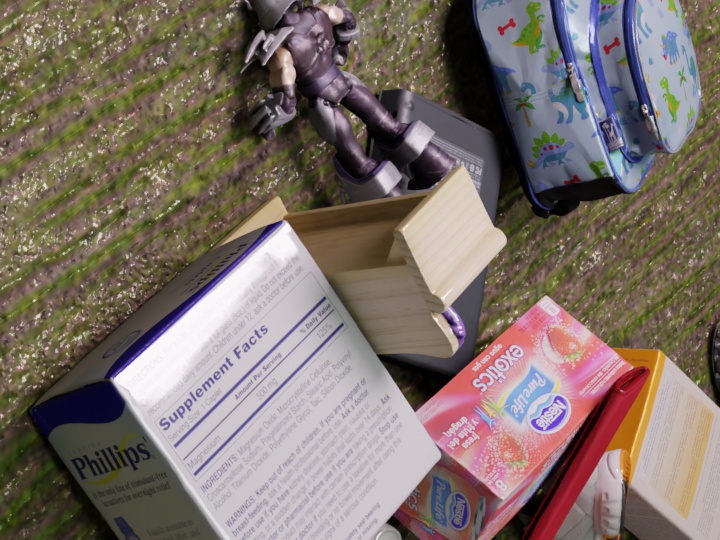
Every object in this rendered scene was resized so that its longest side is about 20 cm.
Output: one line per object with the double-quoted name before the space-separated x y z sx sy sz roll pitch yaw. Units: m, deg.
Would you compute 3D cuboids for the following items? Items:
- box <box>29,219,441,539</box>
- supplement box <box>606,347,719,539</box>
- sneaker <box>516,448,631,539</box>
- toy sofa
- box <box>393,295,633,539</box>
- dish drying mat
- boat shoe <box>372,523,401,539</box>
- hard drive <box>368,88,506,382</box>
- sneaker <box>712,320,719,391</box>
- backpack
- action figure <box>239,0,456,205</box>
"box" -0.077 0.106 1.181 0.184 0.104 0.201 -44 106 -40
"supplement box" 0.271 0.169 1.642 0.200 0.073 0.127 41 60 -41
"sneaker" 0.177 0.227 1.545 0.076 0.091 0.202 -67 162 -55
"toy sofa" 0.000 0.000 1.233 0.083 0.199 0.098 -45 116 -39
"box" 0.111 0.124 1.413 0.200 0.094 0.103 -37 161 -43
"dish drying mat" 0.166 0.165 1.433 0.077 0.018 0.201 -22 141 -63
"boat shoe" 0.010 0.286 1.345 0.074 0.068 0.202 18 77 -48
"hard drive" 0.051 -0.024 1.416 0.139 0.033 0.202 21 75 -48
"sneaker" 0.401 0.122 1.808 0.201 0.071 0.073 61 15 -22
"backpack" 0.188 -0.174 1.477 0.202 0.146 0.183 65 30 -15
"action figure" -0.022 -0.124 1.306 0.130 0.069 0.201 -48 110 -29
